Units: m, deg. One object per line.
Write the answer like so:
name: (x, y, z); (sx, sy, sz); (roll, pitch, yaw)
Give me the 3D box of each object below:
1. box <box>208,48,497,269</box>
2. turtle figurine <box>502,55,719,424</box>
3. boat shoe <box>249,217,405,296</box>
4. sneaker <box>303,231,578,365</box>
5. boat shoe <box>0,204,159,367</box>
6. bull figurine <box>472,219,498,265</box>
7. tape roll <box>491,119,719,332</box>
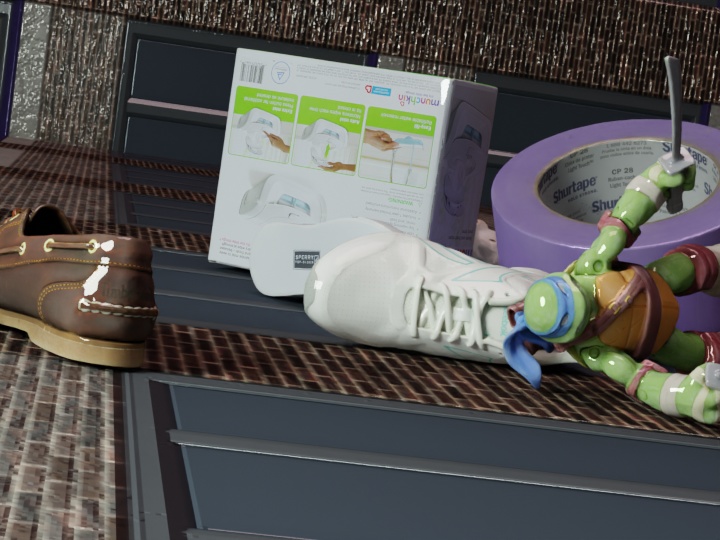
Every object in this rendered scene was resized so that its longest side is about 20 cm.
box: (-0.008, -0.075, 1.419); (0.198, 0.179, 0.096); (10, 6, 28)
turtle figurine: (0.197, 0.013, 1.020); (0.193, 0.201, 0.144); (8, 37, -51)
boat shoe: (0.000, 0.000, 1.251); (0.067, 0.073, 0.199); (3, 0, -35)
sneaker: (0.063, 0.021, 1.096); (0.198, 0.071, 0.080); (7, 8, -22)
boat shoe: (-0.168, 0.000, 0.956); (0.070, 0.071, 0.199); (2, 7, -40)
bull figurine: (0.188, -0.013, 1.579); (0.198, 0.066, 0.122); (16, 37, 1)
tape roll: (0.197, -0.030, 1.297); (0.197, 0.086, 0.201); (-6, 29, 3)
